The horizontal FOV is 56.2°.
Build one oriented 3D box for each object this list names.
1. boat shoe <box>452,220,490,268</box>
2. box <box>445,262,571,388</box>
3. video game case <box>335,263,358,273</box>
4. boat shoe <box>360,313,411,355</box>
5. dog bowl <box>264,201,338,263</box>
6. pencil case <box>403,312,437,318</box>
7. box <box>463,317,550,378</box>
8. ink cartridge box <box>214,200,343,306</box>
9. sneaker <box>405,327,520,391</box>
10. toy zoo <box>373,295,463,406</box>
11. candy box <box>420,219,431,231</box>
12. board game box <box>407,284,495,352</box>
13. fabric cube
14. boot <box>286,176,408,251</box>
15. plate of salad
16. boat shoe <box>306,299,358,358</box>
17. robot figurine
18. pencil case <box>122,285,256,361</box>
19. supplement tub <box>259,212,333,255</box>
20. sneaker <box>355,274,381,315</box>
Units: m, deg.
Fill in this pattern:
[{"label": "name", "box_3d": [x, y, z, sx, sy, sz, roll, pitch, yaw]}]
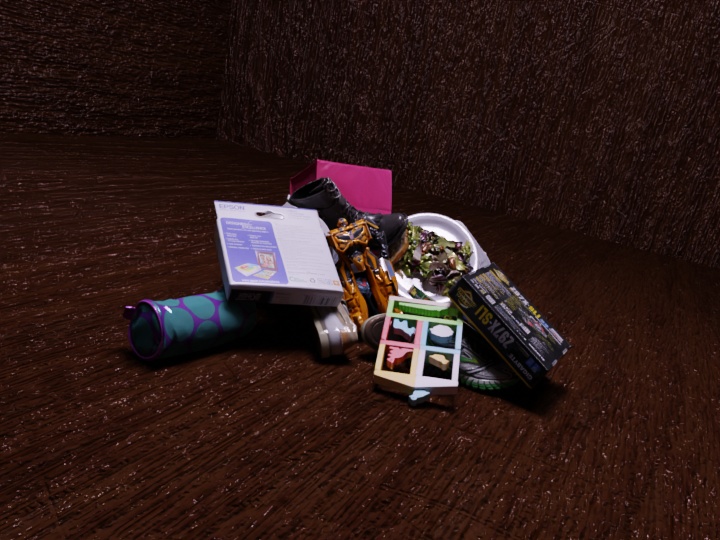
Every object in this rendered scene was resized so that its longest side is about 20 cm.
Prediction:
[{"label": "boat shoe", "box_3d": [0.234, -0.009, 1.361, 0.068, 0.204, 0.072, -18, -14, -44]}, {"label": "box", "box_3d": [0.248, 0.084, 1.119, 0.201, 0.050, 0.158, 49, 26, 14]}, {"label": "video game case", "box_3d": [0.034, -0.006, 1.447, 0.194, 0.024, 0.181, -11, -4, 15]}, {"label": "boat shoe", "box_3d": [0.070, 0.113, 1.182, 0.196, 0.074, 0.075, 13, -2, -37]}, {"label": "dog bowl", "box_3d": [-0.130, -0.063, 1.455, 0.194, 0.203, 0.060, 15, 52, 14]}, {"label": "pencil case", "box_3d": [0.171, 0.072, 1.371, 0.195, 0.085, 0.086, -3, 43, -38]}, {"label": "box", "box_3d": [0.262, 0.123, 1.238, 0.120, 0.033, 0.199, 34, 3, -34]}, {"label": "ink cartridge box", "box_3d": [-0.142, -0.029, 1.125, 0.192, 0.048, 0.203, 4, 41, -25]}, {"label": "sneaker", "box_3d": [0.174, 0.138, 1.105, 0.194, 0.088, 0.078, 14, 14, 7]}, {"label": "toy zoo", "box_3d": [0.092, 0.123, 1.049, 0.127, 0.021, 0.203, 7, 42, 8]}, {"label": "candy box", "box_3d": [0.161, -0.020, 1.428, 0.054, 0.118, 0.199, -25, -24, 14]}, {"label": "board game box", "box_3d": [0.175, 0.096, 1.205, 0.197, 0.024, 0.105, 35, 0, -12]}, {"label": "fabric cube", "box_3d": [-0.052, -0.138, 1.631, 0.193, 0.207, 0.195, 4, -7, -25]}, {"label": "boot", "box_3d": [-0.025, -0.111, 1.279, 0.195, 0.175, 0.071, -14, 46, 27]}, {"label": "plate of salad", "box_3d": [0.131, -0.029, 1.290, 0.194, 0.205, 0.048, 13, -28, 8]}, {"label": "boat shoe", "box_3d": [-0.053, 0.081, 1.155, 0.066, 0.077, 0.201, -9, 30, -10]}, {"label": "robot figurine", "box_3d": [0.000, 0.000, 1.217, 0.141, 0.206, 0.058, -20, -3, -15]}, {"label": "pencil case", "box_3d": [-0.252, 0.074, 1.021, 0.092, 0.086, 0.198, 44, 27, 22]}, {"label": "supplement tub", "box_3d": [-0.153, -0.038, 1.295, 0.141, 0.150, 0.198, 0, -3, -35]}, {"label": "sneaker", "box_3d": [0.011, 0.058, 1.341, 0.092, 0.082, 0.200, -4, 9, -8]}]
